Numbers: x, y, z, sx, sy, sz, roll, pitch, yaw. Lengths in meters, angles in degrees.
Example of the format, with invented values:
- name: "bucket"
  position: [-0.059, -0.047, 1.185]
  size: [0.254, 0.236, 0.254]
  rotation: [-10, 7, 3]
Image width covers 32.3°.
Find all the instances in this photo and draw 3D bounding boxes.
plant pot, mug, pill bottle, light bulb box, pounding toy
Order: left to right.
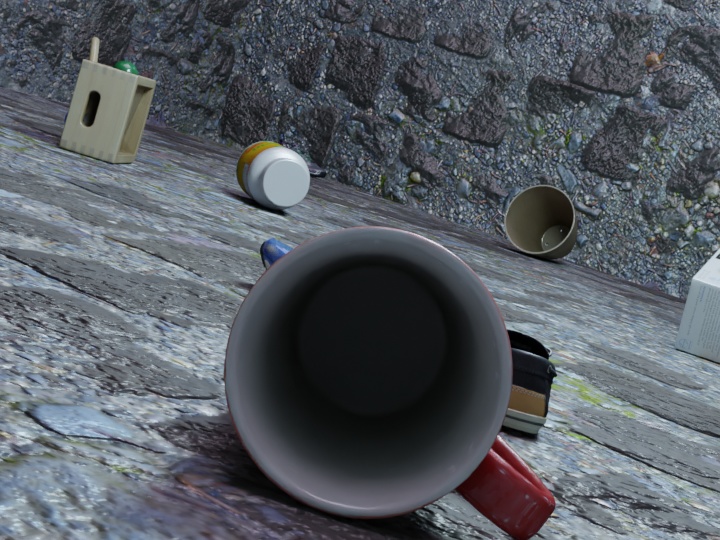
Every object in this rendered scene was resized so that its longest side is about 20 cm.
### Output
- name: "pounding toy"
  position: [-0.455, -0.305, 2.203]
  size: [0.142, 0.200, 0.184]
  rotation: [17, 6, 1]
- name: "pill bottle"
  position: [-0.152, -0.167, 2.214]
  size: [0.111, 0.111, 0.200]
  rotation: [15, 6, -18]
- name: "mug"
  position: [0.011, 0.065, 0.668]
  size: [0.133, 0.178, 0.200]
  rotation: [-19, 2, 1]
- name: "plant pot"
  position: [0.499, -0.104, 3.285]
  size: [0.187, 0.187, 0.200]
  rotation: [20, -7, 28]
- name: "light bulb box"
  position: [0.621, 0.068, 1.927]
  size: [0.200, 0.125, 0.198]
  rotation: [19, 26, 24]

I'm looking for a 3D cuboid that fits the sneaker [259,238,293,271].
- name: "sneaker"
  position: [0.000, 0.000, 1.216]
  size: [0.200, 0.089, 0.079]
  rotation: [17, 5, 1]

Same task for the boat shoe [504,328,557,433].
- name: "boat shoe"
  position: [0.117, 0.077, 0.980]
  size: [0.075, 0.062, 0.200]
  rotation: [15, 5, 0]

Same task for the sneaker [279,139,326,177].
- name: "sneaker"
  position: [-0.191, -0.355, 3.946]
  size: [0.200, 0.088, 0.074]
  rotation: [19, 6, 24]
